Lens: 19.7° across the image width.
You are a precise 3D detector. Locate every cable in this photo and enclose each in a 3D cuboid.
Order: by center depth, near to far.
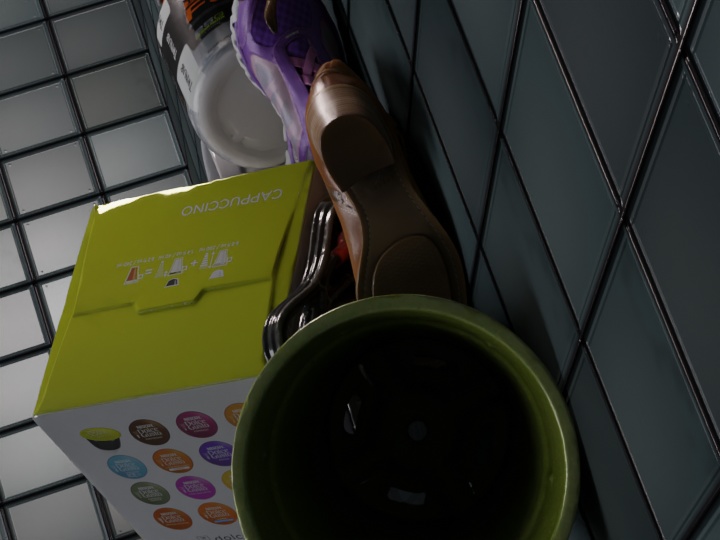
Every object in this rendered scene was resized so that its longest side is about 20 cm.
[{"bbox_3d":[-0.016,0.006,1.408,0.098,0.050,0.200,68,-156,-6],"label":"cable"}]

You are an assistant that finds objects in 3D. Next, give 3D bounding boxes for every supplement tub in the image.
[{"bbox_3d":[-0.100,-0.180,1.726,0.200,0.121,0.123,-120,14,-56],"label":"supplement tub"}]

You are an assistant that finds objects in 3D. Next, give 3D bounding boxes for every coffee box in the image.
[{"bbox_3d":[-0.091,0.068,1.526,0.198,0.198,0.201,56,-147,-42],"label":"coffee box"}]

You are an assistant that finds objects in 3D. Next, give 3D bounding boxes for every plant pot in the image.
[{"bbox_3d":[0.030,0.108,1.264,0.190,0.198,0.202,-49,-58,-85],"label":"plant pot"}]

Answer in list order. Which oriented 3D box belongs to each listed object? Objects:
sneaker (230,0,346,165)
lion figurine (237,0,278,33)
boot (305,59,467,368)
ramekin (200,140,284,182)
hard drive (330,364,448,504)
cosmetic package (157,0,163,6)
[{"bbox_3d":[-0.031,-0.127,1.539,0.202,0.080,0.088,70,167,-15],"label":"sneaker"},{"bbox_3d":[-0.075,-0.278,1.479,0.201,0.122,0.072,54,-174,14],"label":"lion figurine"},{"bbox_3d":[0.017,-0.045,1.415,0.155,0.073,0.202,-102,-6,-70],"label":"boot"},{"bbox_3d":[-0.065,-0.040,1.856,0.200,0.104,0.202,162,90,-82],"label":"ramekin"},{"bbox_3d":[0.022,0.110,1.466,0.200,0.038,0.141,-37,-67,-65],"label":"hard drive"},{"bbox_3d":[-0.165,-0.353,1.878,0.090,0.106,0.202,95,155,-73],"label":"cosmetic package"}]
